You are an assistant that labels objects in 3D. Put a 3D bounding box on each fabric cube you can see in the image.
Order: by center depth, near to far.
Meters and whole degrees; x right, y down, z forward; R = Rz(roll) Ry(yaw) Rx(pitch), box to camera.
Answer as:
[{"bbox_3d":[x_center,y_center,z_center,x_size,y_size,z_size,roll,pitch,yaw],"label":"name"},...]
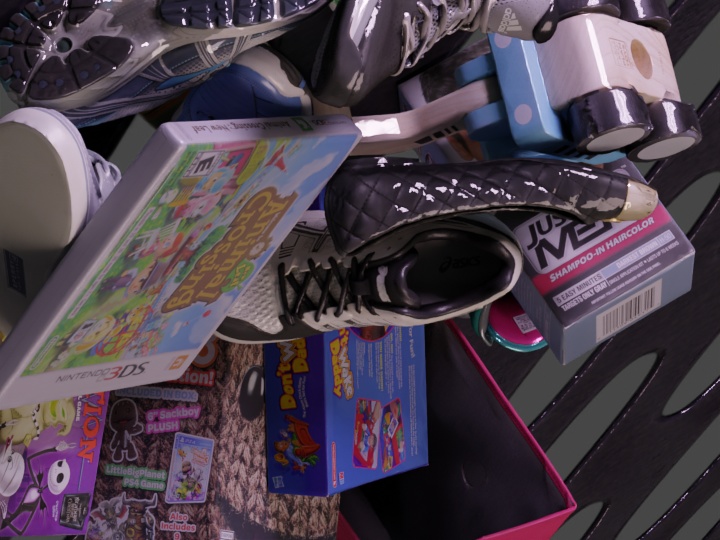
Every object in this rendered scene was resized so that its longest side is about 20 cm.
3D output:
[{"bbox_3d":[-0.004,0.174,2.045,0.199,0.197,0.200,-14,150,-40],"label":"fabric cube"}]

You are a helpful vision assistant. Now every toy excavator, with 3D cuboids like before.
[{"bbox_3d":[0.075,-0.096,1.671,0.199,0.101,0.194,-24,163,31],"label":"toy excavator"}]

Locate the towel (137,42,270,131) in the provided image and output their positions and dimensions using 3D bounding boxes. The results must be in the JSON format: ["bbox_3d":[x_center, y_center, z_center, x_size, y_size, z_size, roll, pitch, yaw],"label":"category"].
[{"bbox_3d":[-0.077,-0.098,1.676,0.086,0.018,0.200,-32,157,6],"label":"towel"}]

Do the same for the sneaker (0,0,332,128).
[{"bbox_3d":[-0.101,-0.134,1.522,0.199,0.078,0.086,-21,160,-7],"label":"sneaker"}]

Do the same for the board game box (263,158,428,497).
[{"bbox_3d":[-0.009,0.033,1.775,0.044,0.202,0.134,1,-175,29],"label":"board game box"}]

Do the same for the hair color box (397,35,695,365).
[{"bbox_3d":[0.115,-0.052,1.773,0.099,0.201,0.061,-29,156,-10],"label":"hair color box"}]

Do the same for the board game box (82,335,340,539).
[{"bbox_3d":[-0.087,0.100,1.783,0.096,0.202,0.159,1,172,29],"label":"board game box"}]

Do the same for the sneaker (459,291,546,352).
[{"bbox_3d":[0.097,0.011,1.962,0.083,0.121,0.200,-30,156,-10],"label":"sneaker"}]

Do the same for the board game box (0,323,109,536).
[{"bbox_3d":[-0.191,0.056,1.650,0.120,0.032,0.202,4,96,-59],"label":"board game box"}]

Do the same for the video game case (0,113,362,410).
[{"bbox_3d":[-0.105,-0.006,1.558,0.200,0.022,0.182,-52,158,24],"label":"video game case"}]

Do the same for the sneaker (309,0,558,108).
[{"bbox_3d":[0.050,-0.143,1.520,0.075,0.115,0.201,-61,-175,45],"label":"sneaker"}]

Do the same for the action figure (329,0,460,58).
[{"bbox_3d":[0.042,-0.165,1.652,0.199,0.055,0.118,0,153,-44],"label":"action figure"}]

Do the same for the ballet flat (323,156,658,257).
[{"bbox_3d":[0.075,-0.036,1.632,0.198,0.057,0.066,-1,173,-10],"label":"ballet flat"}]

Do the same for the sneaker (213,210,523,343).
[{"bbox_3d":[0.000,0.000,1.663,0.198,0.076,0.088,-12,-172,-5],"label":"sneaker"}]

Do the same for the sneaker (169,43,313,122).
[{"bbox_3d":[-0.086,-0.053,1.609,0.077,0.075,0.200,-57,177,-43],"label":"sneaker"}]

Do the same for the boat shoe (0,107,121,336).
[{"bbox_3d":[-0.167,-0.033,1.536,0.072,0.070,0.201,-50,163,-32],"label":"boat shoe"}]
